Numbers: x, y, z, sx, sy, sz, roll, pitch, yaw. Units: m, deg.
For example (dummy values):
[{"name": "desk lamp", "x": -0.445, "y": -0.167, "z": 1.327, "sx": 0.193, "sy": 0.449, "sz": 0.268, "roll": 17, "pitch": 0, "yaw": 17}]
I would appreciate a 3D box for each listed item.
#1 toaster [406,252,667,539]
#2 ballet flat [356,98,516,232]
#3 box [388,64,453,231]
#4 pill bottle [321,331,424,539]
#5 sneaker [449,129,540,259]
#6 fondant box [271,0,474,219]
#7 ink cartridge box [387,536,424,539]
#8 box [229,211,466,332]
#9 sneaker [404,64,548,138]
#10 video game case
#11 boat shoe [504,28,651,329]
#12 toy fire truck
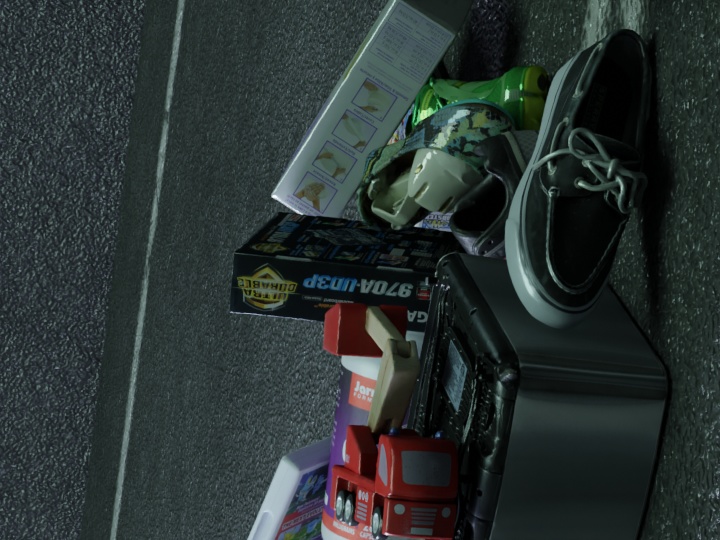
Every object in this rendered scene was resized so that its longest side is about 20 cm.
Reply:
[{"name": "toaster", "x": 0.104, "y": 0.105, "z": 1.558, "sx": 0.200, "sy": 0.119, "sz": 0.181, "roll": -117, "pitch": 33, "yaw": -64}, {"name": "ballet flat", "x": 0.051, "y": -0.065, "z": 1.738, "sx": 0.200, "sy": 0.074, "sz": 0.074, "roll": 149, "pitch": 124, "yaw": -68}, {"name": "box", "x": 0.049, "y": -0.104, "z": 2.009, "sx": 0.200, "sy": 0.035, "sz": 0.110, "roll": -108, "pitch": 26, "yaw": -56}, {"name": "pill bottle", "x": 0.035, "y": 0.119, "z": 1.840, "sx": 0.112, "sy": 0.112, "sz": 0.200, "roll": -138, "pitch": 53, "yaw": -72}, {"name": "sneaker", "x": 0.098, "y": -0.012, "z": 1.679, "sx": 0.074, "sy": 0.087, "sz": 0.200, "roll": -112, "pitch": 29, "yaw": -60}, {"name": "fondant box", "x": 0.015, "y": -0.145, "z": 1.902, "sx": 0.200, "sy": 0.058, "sz": 0.144, "roll": -58, "pitch": 4, "yaw": 27}, {"name": "ink cartridge box", "x": 0.043, "y": 0.231, "z": 1.687, "sx": 0.200, "sy": 0.116, "sz": 0.068, "roll": -11, "pitch": 100, "yaw": 58}, {"name": "box", "x": 0.000, "y": 0.000, "z": 1.776, "sx": 0.200, "sy": 0.159, "sz": 0.046, "roll": -55, "pitch": -29, "yaw": -78}, {"name": "sneaker", "x": 0.082, "y": -0.104, "z": 1.775, "sx": 0.200, "sy": 0.083, "sz": 0.074, "roll": 151, "pitch": 127, "yaw": -72}, {"name": "video game case", "x": -0.035, "y": 0.204, "z": 1.948, "sx": 0.200, "sy": 0.023, "sz": 0.182, "roll": -17, "pitch": -45, "yaw": -58}, {"name": "boat shoe", "x": 0.145, "y": -0.060, "z": 1.523, "sx": 0.068, "sy": 0.074, "sz": 0.200, "roll": -44, "pitch": 23, "yaw": 58}, {"name": "toy fire truck", "x": 0.018, "y": 0.094, "z": 1.561, "sx": 0.200, "sy": 0.049, "sz": 0.141, "roll": -175, "pitch": 90, "yaw": -75}]
